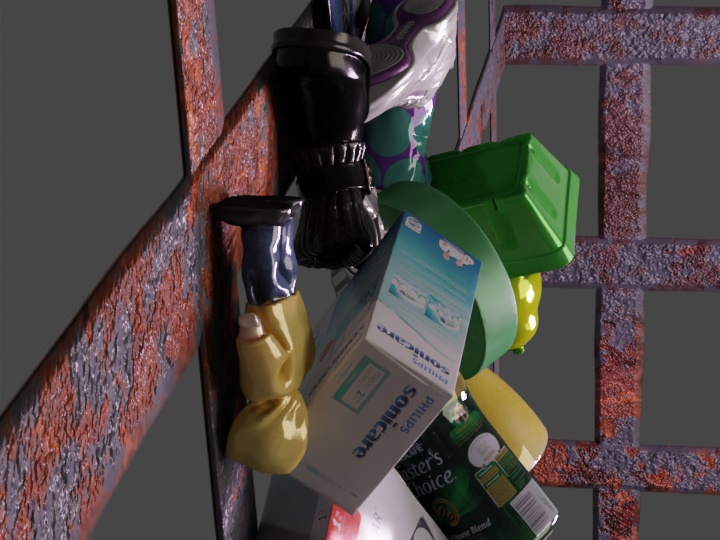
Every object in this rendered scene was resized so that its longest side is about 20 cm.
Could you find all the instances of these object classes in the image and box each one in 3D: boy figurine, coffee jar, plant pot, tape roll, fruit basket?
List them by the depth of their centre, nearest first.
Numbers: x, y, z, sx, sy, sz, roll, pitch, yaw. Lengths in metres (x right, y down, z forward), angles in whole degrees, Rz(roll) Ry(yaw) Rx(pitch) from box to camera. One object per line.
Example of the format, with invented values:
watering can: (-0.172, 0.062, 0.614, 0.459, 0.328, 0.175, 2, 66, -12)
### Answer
boy figurine: (-0.067, 0.046, 1.193, 0.124, 0.064, 0.202, -52, 144, -74)
coffee jar: (0.082, 0.169, 1.462, 0.085, 0.104, 0.201, -37, 91, -37)
tape roll: (0.067, 0.011, 1.606, 0.048, 0.200, 0.202, -33, 137, -27)
fruit basket: (0.137, -0.022, 1.721, 0.217, 0.213, 0.156, 81, 15, -47)
plant pot: (0.093, 0.170, 1.853, 0.143, 0.199, 0.200, 60, 20, -16)

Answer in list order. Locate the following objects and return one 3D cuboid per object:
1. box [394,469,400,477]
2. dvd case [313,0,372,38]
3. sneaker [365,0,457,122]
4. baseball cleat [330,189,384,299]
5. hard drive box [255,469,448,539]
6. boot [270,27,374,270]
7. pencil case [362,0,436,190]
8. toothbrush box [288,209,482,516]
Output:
box: (0.015, 0.201, 1.525, 0.075, 0.050, 0.202, 0, 69, -80)
dvd case: (-0.016, -0.270, 1.561, 0.201, 0.017, 0.144, -74, 163, -51)
sneaker: (0.037, -0.177, 1.529, 0.200, 0.074, 0.100, -46, 141, -37)
baseball cleat: (0.000, 0.000, 1.540, 0.107, 0.069, 0.201, -98, 171, -55)
hard drive box: (0.000, 0.250, 1.362, 0.200, 0.076, 0.157, 53, 31, -32)
boot: (-0.029, -0.095, 1.343, 0.211, 0.079, 0.160, 61, 32, -72)
pencil case: (0.042, -0.183, 1.649, 0.092, 0.085, 0.202, -2, 105, -38)
toothbrush box: (0.015, 0.070, 1.296, 0.147, 0.085, 0.201, -52, -169, 31)
